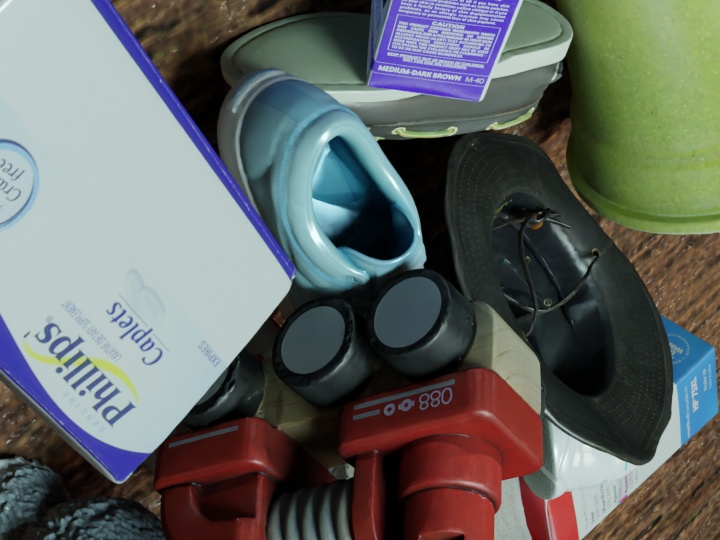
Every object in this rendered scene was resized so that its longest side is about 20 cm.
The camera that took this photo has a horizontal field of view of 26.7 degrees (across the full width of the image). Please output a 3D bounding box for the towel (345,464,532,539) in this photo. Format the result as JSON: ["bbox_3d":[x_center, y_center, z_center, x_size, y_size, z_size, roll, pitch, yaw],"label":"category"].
[{"bbox_3d":[0.048,0.153,0.873,0.132,0.034,0.202,-21,104,-50],"label":"towel"}]

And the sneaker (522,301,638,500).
[{"bbox_3d":[0.125,0.033,0.921,0.080,0.070,0.202,-6,84,-18],"label":"sneaker"}]

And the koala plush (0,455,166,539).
[{"bbox_3d":[-0.118,0.188,0.768,0.184,0.177,0.201,-40,133,-25],"label":"koala plush"}]

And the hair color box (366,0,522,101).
[{"bbox_3d":[0.048,-0.177,0.666,0.064,0.110,0.200,7,151,-8],"label":"hair color box"}]

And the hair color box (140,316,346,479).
[{"bbox_3d":[-0.064,0.084,0.829,0.102,0.061,0.200,-50,141,-8],"label":"hair color box"}]

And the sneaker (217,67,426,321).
[{"bbox_3d":[0.000,0.000,0.715,0.074,0.082,0.201,-41,127,-13],"label":"sneaker"}]

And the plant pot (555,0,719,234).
[{"bbox_3d":[0.184,-0.154,0.841,0.200,0.200,0.185,-41,127,-18],"label":"plant pot"}]

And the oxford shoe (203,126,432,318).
[{"bbox_3d":[-0.019,-0.008,0.784,0.200,0.072,0.085,41,52,-48],"label":"oxford shoe"}]

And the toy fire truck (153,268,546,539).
[{"bbox_3d":[0.001,0.129,0.682,0.129,0.175,0.201,45,38,-44],"label":"toy fire truck"}]

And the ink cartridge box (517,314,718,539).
[{"bbox_3d":[0.124,0.102,0.988,0.200,0.116,0.068,-38,138,-22],"label":"ink cartridge box"}]

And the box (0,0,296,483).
[{"bbox_3d":[-0.147,-0.050,0.546,0.105,0.200,0.184,-47,139,-12],"label":"box"}]

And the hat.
[{"bbox_3d":[0.084,0.027,0.825,0.081,0.202,0.200,-31,152,31],"label":"hat"}]

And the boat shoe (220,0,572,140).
[{"bbox_3d":[0.019,-0.095,0.782,0.200,0.072,0.061,-11,138,-27],"label":"boat shoe"}]
